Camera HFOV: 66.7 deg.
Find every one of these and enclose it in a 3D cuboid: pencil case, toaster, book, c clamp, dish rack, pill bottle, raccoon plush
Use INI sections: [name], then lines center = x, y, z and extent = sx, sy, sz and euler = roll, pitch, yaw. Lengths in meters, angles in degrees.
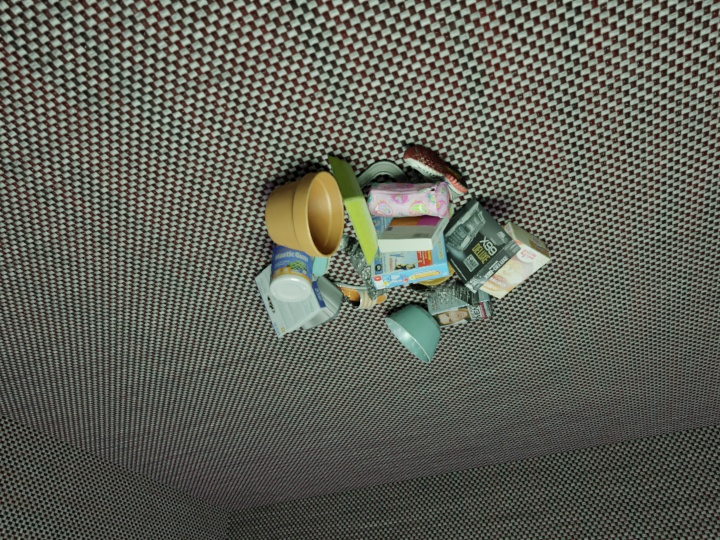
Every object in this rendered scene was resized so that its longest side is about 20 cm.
[pencil case]
center = 0.113, -0.169, 1.292
extent = 0.195, 0.089, 0.088
euler = 4, 149, 32
[toaster]
center = -0.141, 0.087, 1.643
extent = 0.198, 0.115, 0.129
euler = -25, 123, 39
[book]
center = 0.136, -0.108, 1.303
extent = 0.130, 0.200, 0.049
euler = -1, 119, 27
[c clamp]
center = 0.061, -0.198, 1.381
extent = 0.197, 0.028, 0.170
euler = -29, 134, 29
[dish rack]
center = 0.243, 0.066, 1.626
extent = 0.194, 0.056, 0.153
euler = -1, -173, -12
[pill bottle]
center = -0.179, -0.030, 1.438
extent = 0.108, 0.204, 0.113
euler = -1, 145, -1
[raccoon plush]
center = 0.000, 0.000, 1.537
extent = 0.195, 0.137, 0.097
euler = 16, 140, -22

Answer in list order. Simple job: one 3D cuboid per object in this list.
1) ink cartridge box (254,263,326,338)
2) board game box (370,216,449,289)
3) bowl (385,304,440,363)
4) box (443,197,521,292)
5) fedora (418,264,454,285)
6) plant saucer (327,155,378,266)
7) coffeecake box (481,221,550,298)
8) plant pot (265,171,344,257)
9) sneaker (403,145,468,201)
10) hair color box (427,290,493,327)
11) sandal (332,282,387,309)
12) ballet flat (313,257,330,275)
[ink cartridge box]
center = -0.204, 0.062, 1.570
extent = 0.199, 0.200, 0.043
euler = -35, 164, 37
[board game box]
center = 0.121, -0.065, 1.410
extent = 0.190, 0.204, 0.056
euler = -10, 143, 12
[bowl]
center = 0.182, 0.188, 1.767
extent = 0.105, 0.199, 0.202
euler = -45, 140, -12
[box]
center = 0.287, -0.067, 1.380
extent = 0.158, 0.202, 0.049
euler = -44, 130, 15
[fedora]
center = 0.207, -0.015, 1.570
extent = 0.194, 0.084, 0.203
euler = -2, 142, -1
[plant saucer]
center = -0.010, -0.150, 1.294
extent = 0.047, 0.202, 0.202
euler = -21, 133, 1
[coffeecake box]
center = 0.413, -0.025, 1.566
extent = 0.151, 0.074, 0.200
euler = 23, 131, -28
[plant pot]
center = -0.141, -0.134, 1.334
extent = 0.136, 0.204, 0.202
euler = 1, 145, 23
[sneaker]
center = 0.172, -0.222, 1.310
extent = 0.198, 0.079, 0.082
euler = 29, 128, -33
[hair color box]
center = 0.322, 0.119, 1.763
extent = 0.195, 0.062, 0.100
euler = -14, 141, 15
[sandal]
center = -0.016, 0.090, 1.712
extent = 0.201, 0.060, 0.080
euler = 9, 142, -13
[ballet flat]
center = -0.098, -0.080, 1.493
extent = 0.066, 0.063, 0.203
euler = 16, 122, -11
